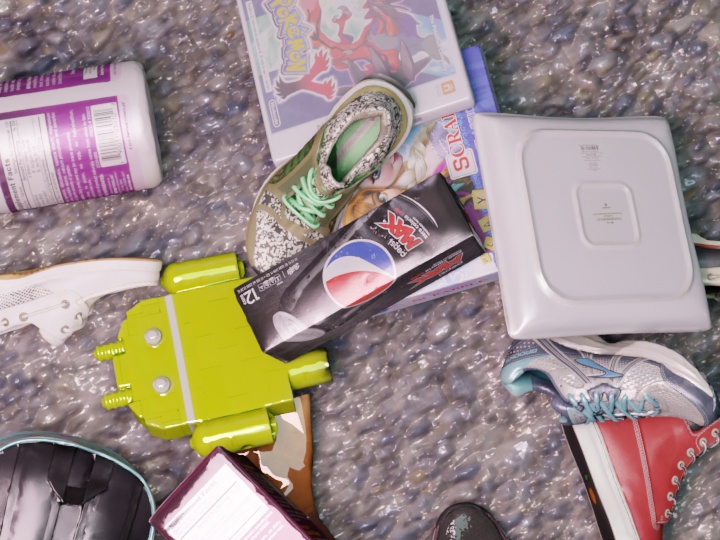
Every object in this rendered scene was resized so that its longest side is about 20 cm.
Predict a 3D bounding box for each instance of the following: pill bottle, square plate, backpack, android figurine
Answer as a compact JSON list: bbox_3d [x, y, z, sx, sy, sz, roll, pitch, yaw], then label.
[{"bbox_3d":[-0.276,-0.110,1.331,0.199,0.112,0.113,-10,85,-4],"label":"pill bottle"},{"bbox_3d":[0.201,-0.043,1.308,0.199,0.028,0.199,-1,73,-24],"label":"square plate"},{"bbox_3d":[-0.260,0.232,1.277,0.175,0.153,0.201,17,92,-9],"label":"backpack"},{"bbox_3d":[-0.129,0.074,1.339,0.199,0.041,0.183,-10,66,-4],"label":"android figurine"}]

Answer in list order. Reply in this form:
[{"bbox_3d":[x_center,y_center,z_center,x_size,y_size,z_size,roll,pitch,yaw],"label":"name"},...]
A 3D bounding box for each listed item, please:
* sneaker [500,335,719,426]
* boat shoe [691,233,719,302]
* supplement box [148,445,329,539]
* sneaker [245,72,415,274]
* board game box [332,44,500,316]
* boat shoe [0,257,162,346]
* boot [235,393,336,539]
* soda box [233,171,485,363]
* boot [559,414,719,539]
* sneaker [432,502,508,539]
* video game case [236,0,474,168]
[{"bbox_3d":[0.209,0.104,1.319,0.199,0.078,0.086,18,59,35],"label":"sneaker"},{"bbox_3d":[0.328,0.007,1.373,0.199,0.071,0.063,7,69,3],"label":"boat shoe"},{"bbox_3d":[-0.065,0.244,1.255,0.200,0.110,0.086,43,87,12],"label":"supplement box"},{"bbox_3d":[-0.034,-0.074,1.277,0.077,0.089,0.200,36,103,-2],"label":"sneaker"},{"bbox_3d":[0.037,-0.072,1.345,0.199,0.041,0.201,-17,77,9],"label":"board game box"},{"bbox_3d":[-0.265,0.031,1.342,0.199,0.071,0.070,-11,86,5],"label":"boat shoe"},{"bbox_3d":[-0.037,0.209,1.348,0.187,0.068,0.201,-10,80,6],"label":"boot"},{"bbox_3d":[0.000,0.000,1.283,0.199,0.071,0.064,-30,73,7],"label":"soda box"},{"bbox_3d":[0.274,0.192,1.358,0.144,0.072,0.201,-17,82,-6],"label":"boot"},{"bbox_3d":[0.111,0.299,1.313,0.075,0.116,0.201,-11,86,-4],"label":"sneaker"},{"bbox_3d":[-0.010,-0.206,1.353,0.181,0.023,0.201,-17,69,9],"label":"video game case"}]
